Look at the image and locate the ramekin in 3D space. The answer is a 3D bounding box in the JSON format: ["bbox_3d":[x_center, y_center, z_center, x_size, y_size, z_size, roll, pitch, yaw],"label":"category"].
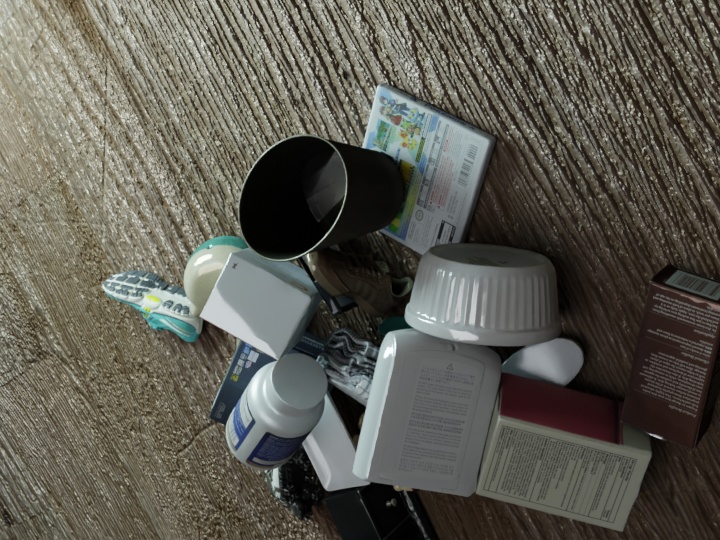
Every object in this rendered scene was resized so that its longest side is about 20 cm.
[{"bbox_3d":[0.159,0.026,1.550,0.201,0.202,0.095,12,103,31],"label":"ramekin"}]

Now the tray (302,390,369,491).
[{"bbox_3d":[-0.056,0.227,1.794,0.107,0.022,0.202,-20,98,46],"label":"tray"}]

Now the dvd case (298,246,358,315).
[{"bbox_3d":[-0.064,-0.032,1.710,0.017,0.143,0.201,-33,86,15],"label":"dvd case"}]

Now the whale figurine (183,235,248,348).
[{"bbox_3d":[-0.186,0.034,1.867,0.158,0.104,0.201,-16,124,18],"label":"whale figurine"}]

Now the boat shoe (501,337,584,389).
[{"bbox_3d":[0.215,0.148,1.637,0.199,0.066,0.072,-38,85,21],"label":"boat shoe"}]

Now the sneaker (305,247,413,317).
[{"bbox_3d":[0.000,0.000,1.665,0.075,0.200,0.071,-33,58,17],"label":"sneaker"}]

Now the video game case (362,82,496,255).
[{"bbox_3d":[0.078,-0.126,1.649,0.181,0.022,0.202,29,124,23],"label":"video game case"}]

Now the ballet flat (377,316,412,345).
[{"bbox_3d":[0.112,0.099,1.699,0.199,0.068,0.076,-5,127,42],"label":"ballet flat"}]

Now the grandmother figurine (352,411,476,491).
[{"bbox_3d":[0.088,0.266,1.777,0.198,0.060,0.122,22,100,21],"label":"grandmother figurine"}]

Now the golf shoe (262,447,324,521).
[{"bbox_3d":[-0.120,0.319,1.893,0.094,0.078,0.201,31,153,25],"label":"golf shoe"}]

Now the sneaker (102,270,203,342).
[{"bbox_3d":[-0.342,0.060,1.994,0.199,0.077,0.080,23,129,26],"label":"sneaker"}]

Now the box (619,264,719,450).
[{"bbox_3d":[0.391,0.106,1.490,0.099,0.075,0.202,20,118,27],"label":"box"}]

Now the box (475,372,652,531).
[{"bbox_3d":[0.258,0.231,1.565,0.198,0.109,0.129,14,118,2],"label":"box"}]

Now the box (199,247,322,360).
[{"bbox_3d":[-0.128,0.040,1.682,0.124,0.200,0.098,29,96,3],"label":"box"}]

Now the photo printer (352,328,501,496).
[{"bbox_3d":[0.087,0.176,1.547,0.069,0.165,0.202,-155,76,-71],"label":"photo printer"}]

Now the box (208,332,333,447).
[{"bbox_3d":[-0.128,0.174,1.862,0.156,0.051,0.201,23,125,-6],"label":"box"}]

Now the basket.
[{"bbox_3d":[-0.038,-0.098,1.588,0.180,0.199,0.137,-43,75,26],"label":"basket"}]

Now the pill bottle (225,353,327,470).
[{"bbox_3d":[-0.114,0.195,1.715,0.111,0.111,0.200,48,145,9],"label":"pill bottle"}]

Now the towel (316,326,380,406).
[{"bbox_3d":[0.037,0.152,1.671,0.165,0.086,0.200,34,172,-16],"label":"towel"}]

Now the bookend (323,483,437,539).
[{"bbox_3d":[0.010,0.402,1.800,0.092,0.198,0.202,-23,94,39],"label":"bookend"}]
